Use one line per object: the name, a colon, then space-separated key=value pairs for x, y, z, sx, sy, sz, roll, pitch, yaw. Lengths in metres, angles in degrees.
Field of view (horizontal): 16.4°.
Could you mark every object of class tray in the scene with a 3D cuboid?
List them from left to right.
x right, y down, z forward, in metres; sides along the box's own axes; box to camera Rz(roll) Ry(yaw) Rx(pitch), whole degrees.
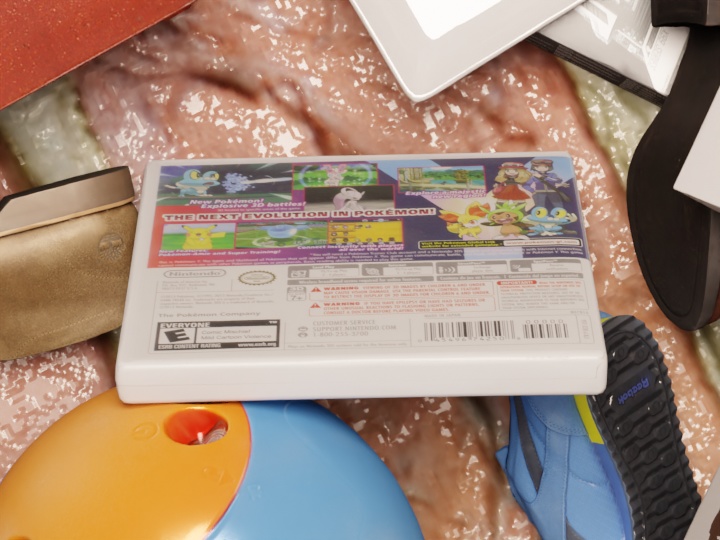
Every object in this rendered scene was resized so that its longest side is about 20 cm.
tray: x=0.080 y=-0.169 z=1.103 sx=0.199 sy=0.022 sz=0.108 roll=-32 pitch=89 yaw=0

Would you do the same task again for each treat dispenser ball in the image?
treat dispenser ball: x=-0.068 y=0.143 z=1.054 sx=0.200 sy=0.201 sz=0.202 roll=0 pitch=88 yaw=0

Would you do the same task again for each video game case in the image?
video game case: x=0.000 y=0.000 z=1.078 sx=0.199 sy=0.183 sz=0.023 roll=-1 pitch=120 yaw=1

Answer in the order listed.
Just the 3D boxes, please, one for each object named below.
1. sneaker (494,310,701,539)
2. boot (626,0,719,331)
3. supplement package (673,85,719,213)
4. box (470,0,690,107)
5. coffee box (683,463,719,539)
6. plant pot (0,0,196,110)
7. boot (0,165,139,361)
sneaker: x=0.109 y=0.112 z=1.132 sx=0.066 sy=0.078 sz=0.201 roll=-25 pitch=106 yaw=-41
boot: x=0.218 y=-0.070 z=1.118 sx=0.199 sy=0.068 sz=0.190 roll=-2 pitch=94 yaw=-28
supplement package: x=0.268 y=-0.049 z=1.024 sx=0.199 sy=0.150 sz=0.152 roll=22 pitch=94 yaw=-40
box: x=0.101 y=-0.182 z=1.139 sx=0.199 sy=0.050 sz=0.158 roll=27 pitch=89 yaw=1
coffee box: x=0.181 y=0.186 z=1.087 sx=0.113 sy=0.080 sz=0.201 roll=24 pitch=91 yaw=-32
plant pot: x=-0.166 y=-0.165 z=1.077 sx=0.199 sy=0.200 sz=0.177 roll=-29 pitch=99 yaw=0
boot: x=-0.192 y=0.014 z=1.128 sx=0.199 sy=0.074 sz=0.076 roll=-15 pitch=98 yaw=-2
